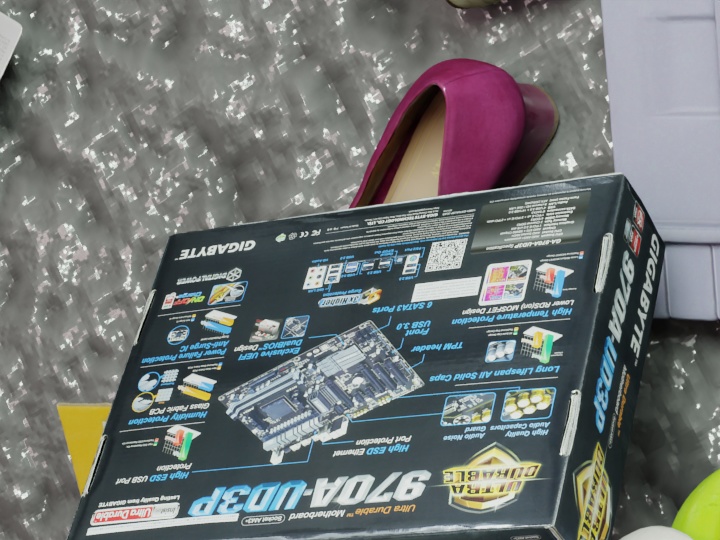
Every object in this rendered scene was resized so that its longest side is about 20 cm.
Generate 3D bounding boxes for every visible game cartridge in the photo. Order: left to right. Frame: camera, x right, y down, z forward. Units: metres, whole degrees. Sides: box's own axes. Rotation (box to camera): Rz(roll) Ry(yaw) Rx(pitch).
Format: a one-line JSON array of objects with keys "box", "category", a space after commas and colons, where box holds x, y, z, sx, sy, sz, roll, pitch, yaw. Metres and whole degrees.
[{"box": [0.152, -0.078, 1.045, 0.130, 0.038, 0.200, 3, 104, 37], "category": "game cartridge"}]

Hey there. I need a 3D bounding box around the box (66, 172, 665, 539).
[{"box": [0.002, 0.047, 1.024, 0.200, 0.046, 0.159, -7, 47, 26], "category": "box"}]

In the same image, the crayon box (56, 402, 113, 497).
[{"box": [-0.013, 0.097, 1.121, 0.200, 0.052, 0.126, -2, 113, 27], "category": "crayon box"}]

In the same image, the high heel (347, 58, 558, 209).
[{"box": [0.000, 0.000, 1.117, 0.067, 0.096, 0.200, 36, 104, 24], "category": "high heel"}]

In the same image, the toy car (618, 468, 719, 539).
[{"box": [0.155, 0.171, 1.014, 0.150, 0.175, 0.200, -37, 68, 60], "category": "toy car"}]

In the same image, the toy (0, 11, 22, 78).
[{"box": [-0.229, -0.043, 1.267, 0.115, 0.047, 0.200, 32, 99, 28], "category": "toy"}]

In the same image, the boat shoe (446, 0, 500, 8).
[{"box": [0.042, -0.169, 1.057, 0.065, 0.200, 0.073, -4, 66, 17], "category": "boat shoe"}]
